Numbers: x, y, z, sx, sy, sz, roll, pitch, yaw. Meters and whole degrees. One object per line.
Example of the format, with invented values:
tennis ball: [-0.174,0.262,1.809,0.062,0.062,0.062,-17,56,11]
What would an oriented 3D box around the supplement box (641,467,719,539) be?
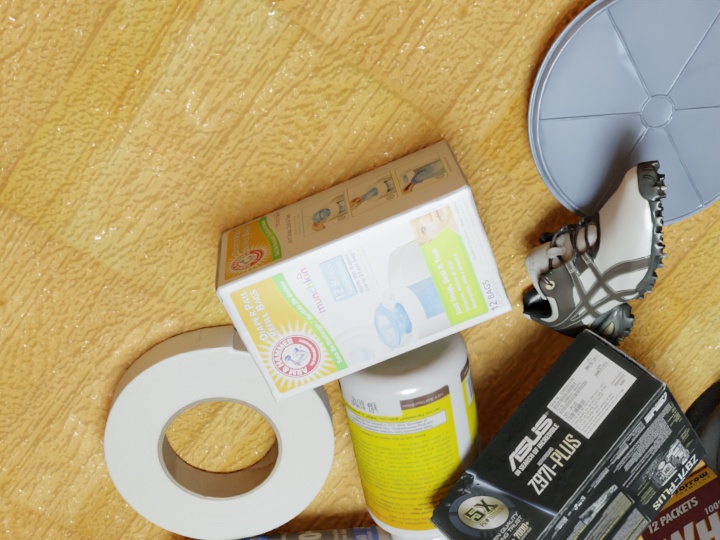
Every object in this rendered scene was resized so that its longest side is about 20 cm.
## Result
supplement box: [0.377,0.310,0.925,0.132,0.198,0.200,-35,114,11]

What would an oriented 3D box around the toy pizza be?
toy pizza: [0.224,-0.127,0.785,0.198,0.032,0.202,-3,117,-6]

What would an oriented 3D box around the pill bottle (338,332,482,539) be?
pill bottle: [0.048,0.147,0.859,0.108,0.110,0.202,-11,117,0]

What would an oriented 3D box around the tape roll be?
tape roll: [-0.121,0.145,0.883,0.200,0.037,0.205,-2,117,-4]

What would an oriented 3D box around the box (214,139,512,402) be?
box: [0.000,0.000,0.785,0.198,0.102,0.113,-21,116,5]

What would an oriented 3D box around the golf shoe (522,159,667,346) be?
golf shoe: [0.177,-0.008,0.787,0.093,0.078,0.201,9,141,3]

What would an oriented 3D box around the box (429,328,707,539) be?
box: [0.176,0.175,0.835,0.200,0.086,0.164,-50,139,-3]

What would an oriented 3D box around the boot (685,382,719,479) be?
boot: [0.363,0.114,0.862,0.069,0.132,0.201,19,113,-14]

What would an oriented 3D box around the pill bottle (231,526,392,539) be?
pill bottle: [-0.067,0.296,0.920,0.198,0.114,0.115,-3,117,-4]
